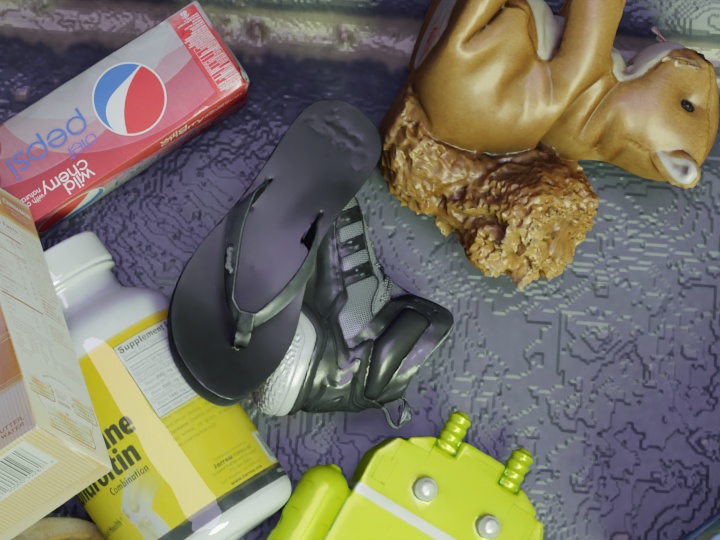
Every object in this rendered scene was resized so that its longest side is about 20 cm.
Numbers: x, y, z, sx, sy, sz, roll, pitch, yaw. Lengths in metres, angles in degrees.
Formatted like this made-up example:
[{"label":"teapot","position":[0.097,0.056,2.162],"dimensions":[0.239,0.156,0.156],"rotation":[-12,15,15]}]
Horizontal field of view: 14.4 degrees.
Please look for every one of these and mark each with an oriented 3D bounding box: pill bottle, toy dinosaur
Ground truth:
[{"label":"pill bottle","position":[-0.137,0.081,1.690],"dimensions":[0.112,0.112,0.200],"rotation":[-34,84,-9]},{"label":"toy dinosaur","position":[-0.213,0.158,1.674],"dimensions":[0.199,0.060,0.107],"rotation":[-19,126,-29]}]

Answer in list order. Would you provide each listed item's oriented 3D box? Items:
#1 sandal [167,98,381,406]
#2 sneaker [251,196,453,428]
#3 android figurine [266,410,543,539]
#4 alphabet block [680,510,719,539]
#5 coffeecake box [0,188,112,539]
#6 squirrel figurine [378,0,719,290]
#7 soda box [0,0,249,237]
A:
[{"label":"sandal","position":[-0.053,-0.017,1.665],"dimensions":[0.076,0.043,0.201],"rotation":[28,73,-7]},{"label":"sneaker","position":[0.000,0.000,1.739],"dimensions":[0.113,0.075,0.201],"rotation":[13,73,-14]},{"label":"android figurine","position":[0.033,0.184,1.715],"dimensions":[0.182,0.041,0.200],"rotation":[33,81,-7]},{"label":"alphabet block","position":[0.296,0.207,1.663],"dimensions":[0.196,0.195,0.200],"rotation":[-35,85,-7]},{"label":"coffeecake box","position":[-0.243,0.063,1.611],"dimensions":[0.153,0.073,0.200],"rotation":[-35,52,16]},{"label":"squirrel figurine","position":[0.118,-0.089,1.746],"dimensions":[0.186,0.142,0.201],"rotation":[26,93,-10]},{"label":"soda box","position":[-0.166,-0.081,1.737],"dimensions":[0.200,0.070,0.064],"rotation":[-33,85,-8]}]
